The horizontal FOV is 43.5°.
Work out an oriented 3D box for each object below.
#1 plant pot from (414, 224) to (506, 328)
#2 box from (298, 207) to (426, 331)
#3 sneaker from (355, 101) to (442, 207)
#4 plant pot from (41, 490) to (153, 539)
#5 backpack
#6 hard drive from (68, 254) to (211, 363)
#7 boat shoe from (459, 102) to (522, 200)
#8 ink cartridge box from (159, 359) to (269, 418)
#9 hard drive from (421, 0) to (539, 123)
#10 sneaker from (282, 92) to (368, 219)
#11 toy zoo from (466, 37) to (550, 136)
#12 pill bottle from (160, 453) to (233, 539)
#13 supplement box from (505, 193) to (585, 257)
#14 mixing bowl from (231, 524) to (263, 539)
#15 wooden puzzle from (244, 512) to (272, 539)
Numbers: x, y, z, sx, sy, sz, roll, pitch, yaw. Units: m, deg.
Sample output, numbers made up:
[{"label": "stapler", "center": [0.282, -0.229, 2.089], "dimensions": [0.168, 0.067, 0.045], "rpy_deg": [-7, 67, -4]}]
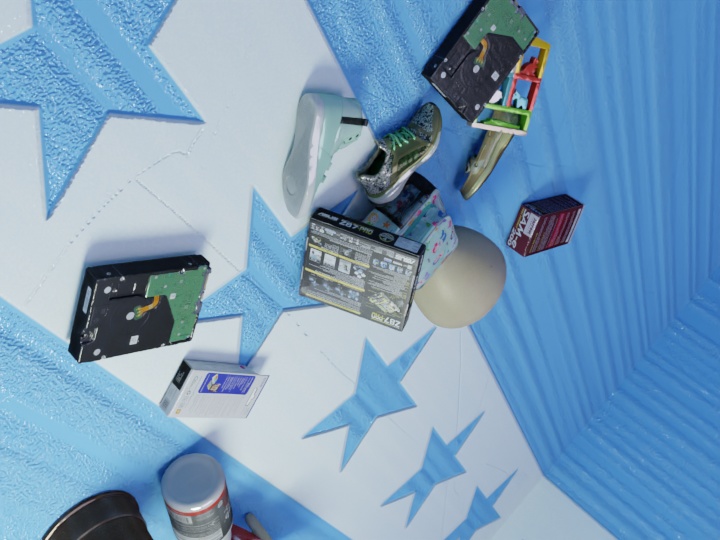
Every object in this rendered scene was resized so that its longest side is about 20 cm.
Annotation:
[{"label": "plant pot", "center": [0.165, -0.008, 1.741], "dimensions": [0.201, 0.200, 0.134], "rpy_deg": [-52, 136, 0]}, {"label": "box", "center": [0.000, 0.000, 1.523], "dimensions": [0.049, 0.197, 0.163], "rpy_deg": [-56, 161, -54]}, {"label": "sneaker", "center": [0.064, -0.207, 1.527], "dimensions": [0.201, 0.077, 0.088], "rpy_deg": [-55, 139, 0]}, {"label": "plant pot", "center": [-0.406, 0.510, 1.497], "dimensions": [0.199, 0.198, 0.202], "rpy_deg": [-31, 141, -29]}, {"label": "backpack", "center": [0.073, -0.053, 1.617], "dimensions": [0.200, 0.151, 0.178], "rpy_deg": [-42, 153, -6]}, {"label": "hard drive", "center": [-0.317, 0.052, 1.306], "dimensions": [0.198, 0.038, 0.141], "rpy_deg": [-9, 128, -46]}, {"label": "boat shoe", "center": [0.242, -0.232, 1.745], "dimensions": [0.202, 0.063, 0.073], "rpy_deg": [-60, 174, 23]}, {"label": "ink cartridge box", "center": [-0.248, 0.208, 1.557], "dimensions": [0.199, 0.037, 0.096], "rpy_deg": [16, 107, -53]}, {"label": "hard drive", "center": [0.206, -0.374, 1.542], "dimensions": [0.139, 0.038, 0.201], "rpy_deg": [35, 93, -42]}, {"label": "sneaker", "center": [-0.050, -0.175, 1.400], "dimensions": [0.117, 0.074, 0.203], "rpy_deg": [-9, 126, -39]}, {"label": "toy zoo", "center": [0.272, -0.352, 1.632], "dimensions": [0.129, 0.020, 0.203], "rpy_deg": [4, 109, -30]}, {"label": "pill bottle", "center": [-0.293, 0.435, 1.644], "dimensions": [0.115, 0.116, 0.202], "rpy_deg": [-32, 143, -28]}, {"label": "supplement box", "center": [0.430, -0.106, 2.088], "dimensions": [0.198, 0.061, 0.110], "rpy_deg": [-15, 131, -45]}, {"label": "mixing bowl", "center": [-0.287, 0.575, 1.789], "dimensions": [0.199, 0.108, 0.202], "rpy_deg": [-31, 142, -27]}, {"label": "wooden puzzle", "center": [-0.170, 0.621, 1.911], "dimensions": [0.037, 0.185, 0.201], "rpy_deg": [-38, 145, -14]}]
